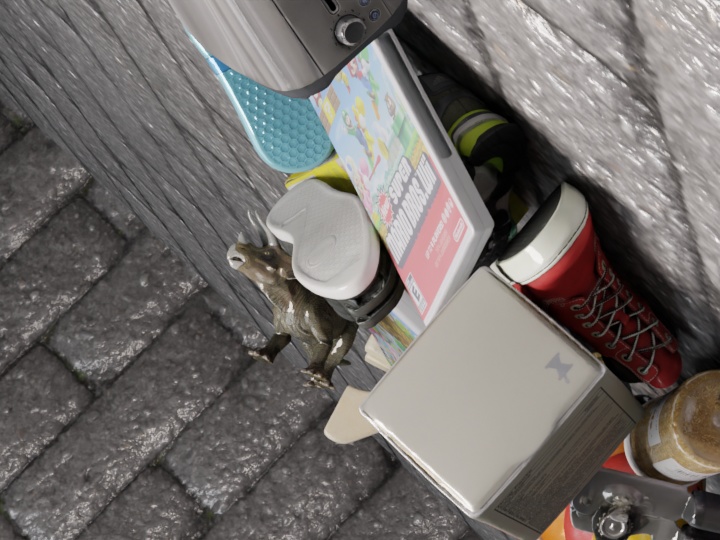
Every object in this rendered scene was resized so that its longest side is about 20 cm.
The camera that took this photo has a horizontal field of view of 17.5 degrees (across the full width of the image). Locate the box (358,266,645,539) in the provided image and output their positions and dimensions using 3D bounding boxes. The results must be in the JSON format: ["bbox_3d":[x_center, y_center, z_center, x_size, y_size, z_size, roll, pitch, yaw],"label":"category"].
[{"bbox_3d":[0.098,0.093,1.546,0.109,0.128,0.200,42,-179,19],"label":"box"}]

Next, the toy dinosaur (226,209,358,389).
[{"bbox_3d":[-0.029,0.035,1.794,0.077,0.103,0.200,14,170,34],"label":"toy dinosaur"}]

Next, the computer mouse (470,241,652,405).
[{"bbox_3d":[0.153,0.042,1.753,0.140,0.046,0.200,10,-140,-56],"label":"computer mouse"}]

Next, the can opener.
[{"bbox_3d":[0.243,0.174,1.652,0.199,0.054,0.067,13,-157,-2],"label":"can opener"}]

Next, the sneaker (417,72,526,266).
[{"bbox_3d":[0.057,-0.059,1.562,0.081,0.074,0.200,56,154,25],"label":"sneaker"}]

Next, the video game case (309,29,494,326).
[{"bbox_3d":[0.021,-0.078,1.515,0.200,0.017,0.143,63,159,19],"label":"video game case"}]

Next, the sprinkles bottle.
[{"bbox_3d":[0.230,0.112,1.615,0.068,0.068,0.200,44,172,4],"label":"sprinkles bottle"}]

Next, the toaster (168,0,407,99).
[{"bbox_3d":[-0.069,-0.201,1.408,0.200,0.114,0.129,40,167,49],"label":"toaster"}]

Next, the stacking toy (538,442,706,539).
[{"bbox_3d":[0.216,0.199,1.745,0.146,0.146,0.200,48,-177,-21],"label":"stacking toy"}]

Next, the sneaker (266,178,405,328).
[{"bbox_3d":[0.000,0.000,1.647,0.099,0.071,0.200,45,180,-20],"label":"sneaker"}]

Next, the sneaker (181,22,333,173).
[{"bbox_3d":[-0.075,-0.176,1.706,0.131,0.079,0.201,-81,-28,-72],"label":"sneaker"}]

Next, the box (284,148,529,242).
[{"bbox_3d":[0.036,-0.056,1.682,0.117,0.048,0.200,47,155,-12],"label":"box"}]

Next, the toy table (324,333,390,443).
[{"bbox_3d":[0.059,0.093,2.118,0.117,0.184,0.200,28,163,2],"label":"toy table"}]

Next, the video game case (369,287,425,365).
[{"bbox_3d":[0.056,0.072,1.835,0.200,0.022,0.182,44,168,40],"label":"video game case"}]

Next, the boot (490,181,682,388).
[{"bbox_3d":[0.159,0.018,1.517,0.144,0.072,0.200,42,178,4],"label":"boot"}]
